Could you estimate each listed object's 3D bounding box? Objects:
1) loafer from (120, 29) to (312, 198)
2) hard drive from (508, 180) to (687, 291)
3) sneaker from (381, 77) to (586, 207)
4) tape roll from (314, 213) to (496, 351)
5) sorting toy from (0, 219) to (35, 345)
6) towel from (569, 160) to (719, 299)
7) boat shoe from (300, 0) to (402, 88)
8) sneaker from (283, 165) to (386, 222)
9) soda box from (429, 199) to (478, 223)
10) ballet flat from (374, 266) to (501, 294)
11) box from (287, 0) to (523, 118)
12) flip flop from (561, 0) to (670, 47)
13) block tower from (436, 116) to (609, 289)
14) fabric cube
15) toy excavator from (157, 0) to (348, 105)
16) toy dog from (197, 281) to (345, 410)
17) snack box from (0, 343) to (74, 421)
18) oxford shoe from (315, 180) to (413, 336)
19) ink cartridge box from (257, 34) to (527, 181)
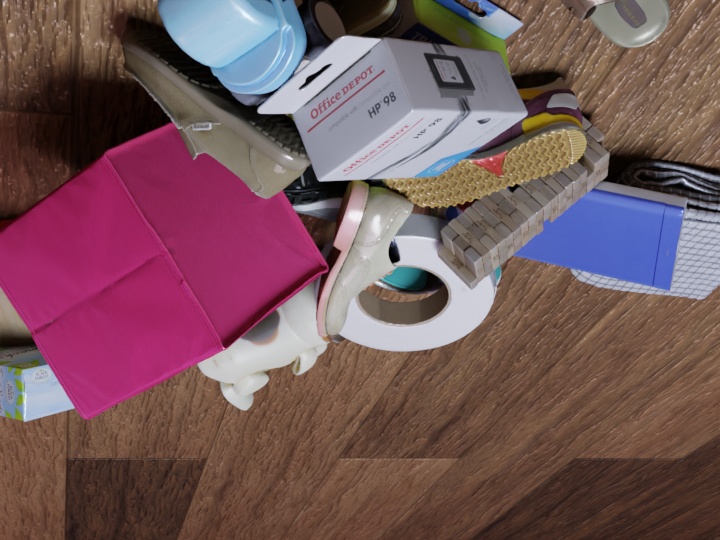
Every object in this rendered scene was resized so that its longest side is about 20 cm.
[{"bbox_3d":[-0.130,-0.131,0.858,0.076,0.200,0.068,-26,151,-58],"label":"loafer"},{"bbox_3d":[0.246,-0.048,1.117,0.199,0.025,0.132,14,144,20],"label":"hard drive"},{"bbox_3d":[0.115,-0.126,0.992,0.199,0.090,0.075,-12,143,12],"label":"sneaker"},{"bbox_3d":[0.049,0.017,1.138,0.202,0.037,0.203,0,138,0],"label":"tape roll"},{"bbox_3d":[-0.433,0.013,1.173,0.198,0.070,0.200,-1,151,-8],"label":"sorting toy"},{"bbox_3d":[0.361,-0.049,1.193,0.199,0.086,0.166,6,148,-17],"label":"towel"},{"bbox_3d":[-0.038,-0.178,0.878,0.200,0.072,0.066,-20,127,35],"label":"boat shoe"},{"bbox_3d":[-0.047,-0.082,1.069,0.199,0.074,0.079,5,155,-19],"label":"sneaker"},{"bbox_3d":[0.112,-0.073,1.120,0.067,0.064,0.200,-6,151,0],"label":"soda box"},{"bbox_3d":[0.076,0.000,1.257,0.199,0.070,0.069,5,150,-21],"label":"ballet flat"},{"bbox_3d":[0.040,-0.178,0.933,0.122,0.048,0.200,19,144,-38],"label":"box"},{"bbox_3d":[0.200,-0.233,0.849,0.081,0.058,0.200,-25,146,31],"label":"flip flop"},{"bbox_3d":[0.168,-0.070,1.038,0.200,0.054,0.058,-40,156,-7],"label":"block tower"},{"bbox_3d":[-0.190,-0.011,0.966,0.199,0.200,0.196,-27,-174,33],"label":"fabric cube"},{"bbox_3d":[-0.122,-0.224,0.747,0.100,0.195,0.200,-24,174,31],"label":"toy excavator"},{"bbox_3d":[-0.103,0.058,1.259,0.199,0.140,0.194,-25,156,8],"label":"toy dog"},{"bbox_3d":[-0.407,0.124,1.252,0.199,0.068,0.168,5,-171,33],"label":"snack box"},{"bbox_3d":[0.000,0.000,1.037,0.074,0.071,0.200,13,134,-6],"label":"oxford shoe"},{"bbox_3d":[0.029,-0.128,0.831,0.200,0.067,0.116,-8,162,-48],"label":"ink cartridge box"}]
